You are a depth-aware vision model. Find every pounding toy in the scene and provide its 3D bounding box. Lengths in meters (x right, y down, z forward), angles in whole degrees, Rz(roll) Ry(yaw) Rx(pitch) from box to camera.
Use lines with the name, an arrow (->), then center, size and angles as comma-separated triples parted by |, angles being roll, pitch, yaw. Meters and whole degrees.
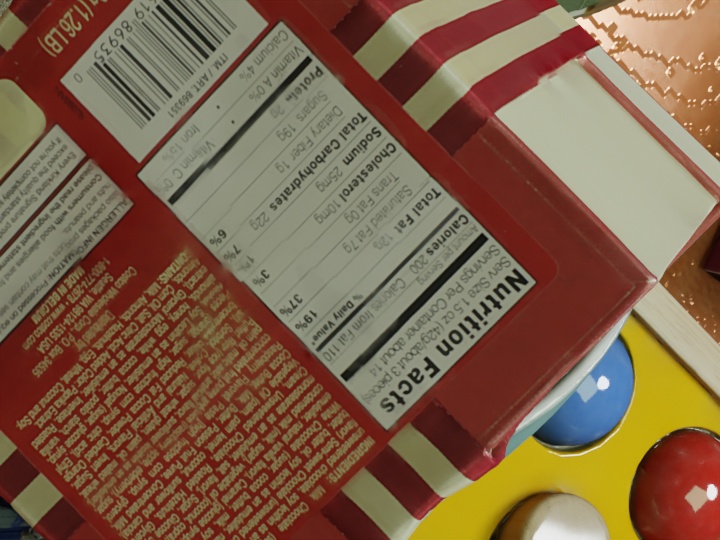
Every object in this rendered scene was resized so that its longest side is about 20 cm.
pounding toy -> 0.070, 0.107, 0.974 | 0.184, 0.142, 0.200 | 43, 77, -28

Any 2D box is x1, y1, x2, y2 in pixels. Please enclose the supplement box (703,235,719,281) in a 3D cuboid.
supplement box -> 0.260, 0.003, 1.095 | 0.200, 0.086, 0.111 | 31, 84, -31

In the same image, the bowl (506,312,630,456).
bowl -> 0.000, 0.000, 0.870 | 0.201, 0.201, 0.105 | -43, 157, -16

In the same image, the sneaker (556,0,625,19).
sneaker -> 0.008, -0.113, 0.812 | 0.200, 0.090, 0.067 | -4, 82, 5

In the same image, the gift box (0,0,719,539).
gift box -> -0.020, -0.028, 0.687 | 0.184, 0.187, 0.200 | -41, 87, 17

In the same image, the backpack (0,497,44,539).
backpack -> -0.077, 0.142, 0.841 | 0.163, 0.200, 0.154 | 34, 45, -57

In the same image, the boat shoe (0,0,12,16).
boat shoe -> -0.138, -0.041, 0.855 | 0.063, 0.073, 0.201 | 15, 77, -13
